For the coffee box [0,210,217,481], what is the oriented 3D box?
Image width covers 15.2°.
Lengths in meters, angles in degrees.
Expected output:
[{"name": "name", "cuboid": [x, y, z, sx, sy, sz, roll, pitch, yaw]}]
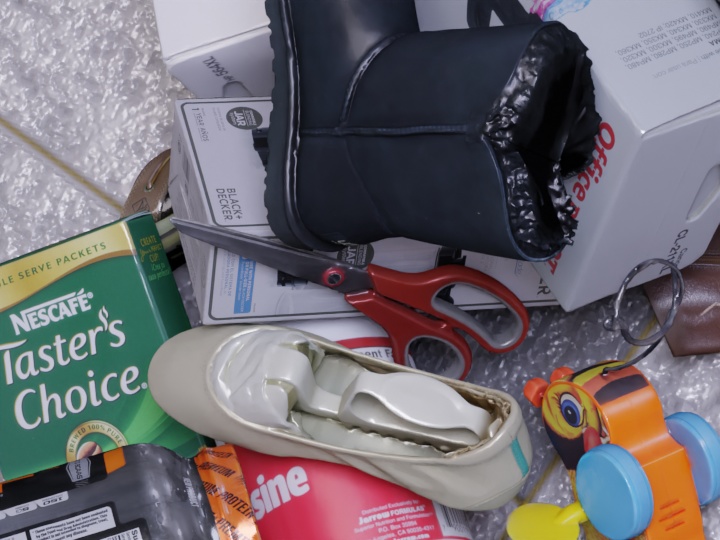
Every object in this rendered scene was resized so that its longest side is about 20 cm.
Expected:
[{"name": "coffee box", "cuboid": [-0.137, 0.081, 1.436, 0.122, 0.044, 0.201, -17, 92, 19]}]

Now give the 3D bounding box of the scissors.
[{"name": "scissors", "cuboid": [0.000, 0.000, 1.318, 0.073, 0.200, 0.014, -42, 36, 19]}]

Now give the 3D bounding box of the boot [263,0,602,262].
[{"name": "boot", "cuboid": [0.035, -0.103, 1.236, 0.168, 0.076, 0.201, -1, 85, 43]}]

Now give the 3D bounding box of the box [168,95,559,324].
[{"name": "box", "cuboid": [0.009, -0.035, 1.373, 0.199, 0.060, 0.117, -4, 40, -14]}]

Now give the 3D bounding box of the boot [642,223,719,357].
[{"name": "boot", "cuboid": [0.231, 0.039, 1.345, 0.199, 0.064, 0.187, 1, 63, 16]}]

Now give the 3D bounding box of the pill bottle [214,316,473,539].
[{"name": "pill bottle", "cuboid": [-0.016, 0.092, 1.393, 0.112, 0.112, 0.201, -23, 69, 12]}]

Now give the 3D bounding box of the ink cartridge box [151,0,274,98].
[{"name": "ink cartridge box", "cuboid": [-0.063, -0.190, 1.467, 0.084, 0.146, 0.201, -16, 72, 13]}]

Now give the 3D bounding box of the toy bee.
[{"name": "toy bee", "cuboid": [0.132, 0.088, 1.347, 0.109, 0.130, 0.201, 17, 100, 56]}]

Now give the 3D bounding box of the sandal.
[{"name": "sandal", "cuboid": [-0.105, -0.033, 1.473, 0.200, 0.080, 0.058, -32, 79, 10]}]

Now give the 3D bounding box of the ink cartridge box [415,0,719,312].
[{"name": "ink cartridge box", "cuboid": [0.095, -0.105, 1.294, 0.082, 0.146, 0.200, -21, 61, -25]}]

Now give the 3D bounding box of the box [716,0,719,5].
[{"name": "box", "cuboid": [0.228, -0.208, 1.260, 0.199, 0.171, 0.200, -36, 67, 9]}]

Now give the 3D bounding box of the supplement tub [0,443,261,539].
[{"name": "supplement tub", "cuboid": [-0.143, 0.156, 1.295, 0.199, 0.123, 0.123, -16, 70, -5]}]

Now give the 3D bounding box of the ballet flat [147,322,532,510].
[{"name": "ballet flat", "cuboid": [-0.012, 0.060, 1.309, 0.199, 0.069, 0.070, 14, 81, 12]}]
